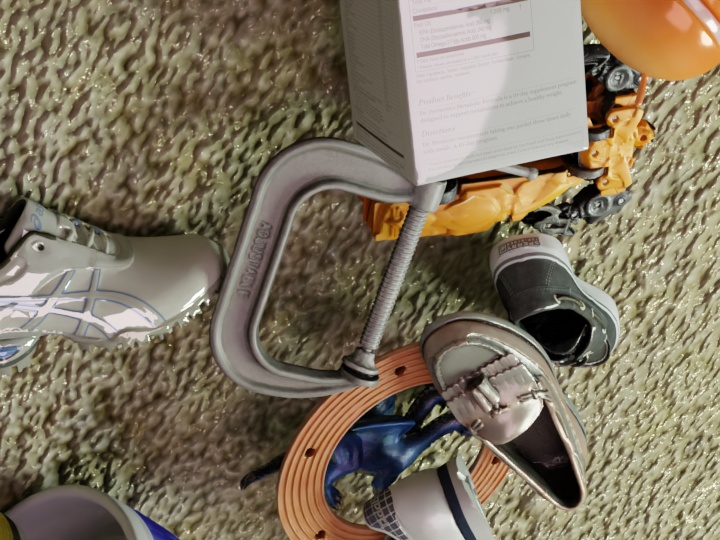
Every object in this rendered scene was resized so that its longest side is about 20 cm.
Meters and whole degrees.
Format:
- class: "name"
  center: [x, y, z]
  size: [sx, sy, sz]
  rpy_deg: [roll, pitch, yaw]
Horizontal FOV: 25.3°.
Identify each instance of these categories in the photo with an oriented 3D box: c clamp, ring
- class: "c clamp"
  center: [0.000, 0.000, 1.005]
  size: [0.170, 0.027, 0.201]
  rpy_deg: [19, 107, -23]
- class: "ring"
  center: [0.030, 0.126, 1.124]
  size: [0.199, 0.019, 0.202]
  rpy_deg: [-16, 131, -19]

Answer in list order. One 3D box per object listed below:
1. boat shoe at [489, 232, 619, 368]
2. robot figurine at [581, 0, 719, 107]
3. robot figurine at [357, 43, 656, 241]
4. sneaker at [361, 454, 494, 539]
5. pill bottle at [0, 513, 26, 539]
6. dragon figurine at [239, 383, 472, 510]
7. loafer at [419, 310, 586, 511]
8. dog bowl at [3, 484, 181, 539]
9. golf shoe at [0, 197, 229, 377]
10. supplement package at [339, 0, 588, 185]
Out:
- class: "boat shoe"
  center: [0.138, 0.037, 1.127]
  size: [0.068, 0.057, 0.200]
  rpy_deg: [-18, 152, 18]
- class: "robot figurine"
  center: [0.209, -0.200, 0.973]
  size: [0.200, 0.117, 0.144]
  rpy_deg: [-47, 128, 8]
- class: "robot figurine"
  center: [0.099, -0.084, 1.050]
  size: [0.198, 0.058, 0.146]
  rpy_deg: [-9, 128, -17]
- class: "sneaker"
  center: [0.062, 0.213, 1.160]
  size: [0.080, 0.077, 0.201]
  rpy_deg: [-22, 130, 0]
- class: "pill bottle"
  center: [-0.310, 0.164, 1.004]
  size: [0.111, 0.112, 0.200]
  rpy_deg: [-39, 130, 7]
- class: "dragon figurine"
  center: [0.001, 0.115, 1.153]
  size: [0.198, 0.059, 0.100]
  rpy_deg: [6, 120, -34]
- class: "loafer"
  center: [0.107, 0.098, 1.084]
  size: [0.071, 0.063, 0.200]
  rpy_deg: [-27, 138, 16]
- class: "dog bowl"
  center: [-0.197, 0.250, 1.071]
  size: [0.200, 0.201, 0.079]
  rpy_deg: [-42, 134, 10]
- class: "golf shoe"
  center: [-0.176, -0.001, 0.978]
  size: [0.198, 0.078, 0.098]
  rpy_deg: [-15, 123, -15]
- class: "supplement package"
  center: [0.052, -0.167, 0.898]
  size: [0.108, 0.114, 0.202]
  rpy_deg: [-13, 113, -16]
